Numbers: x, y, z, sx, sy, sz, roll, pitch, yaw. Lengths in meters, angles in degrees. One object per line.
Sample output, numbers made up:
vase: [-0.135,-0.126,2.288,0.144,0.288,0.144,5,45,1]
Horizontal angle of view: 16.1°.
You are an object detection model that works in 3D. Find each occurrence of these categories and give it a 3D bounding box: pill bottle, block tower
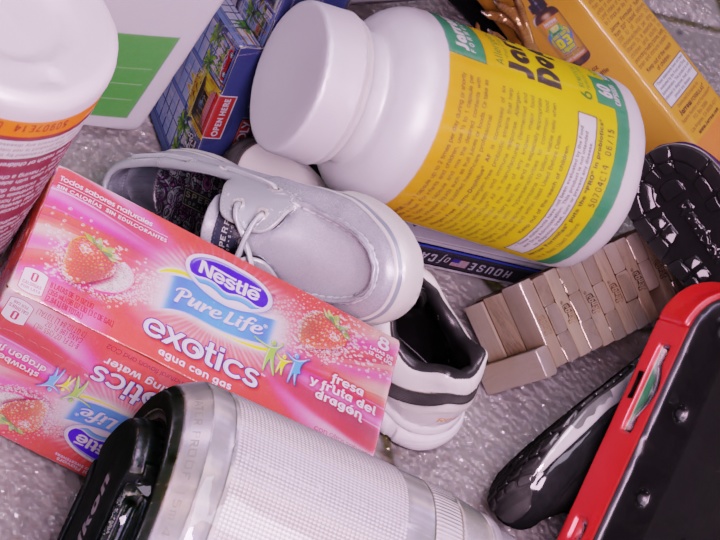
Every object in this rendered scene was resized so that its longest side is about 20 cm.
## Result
pill bottle: [-0.205,-0.061,1.215,0.114,0.200,0.114,19,45,-20]
block tower: [0.148,0.010,1.487,0.200,0.054,0.058,-25,91,-39]
pill bottle: [0.045,-0.078,1.381,0.200,0.113,0.113,16,46,-28]

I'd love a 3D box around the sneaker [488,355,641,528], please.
sneaker: [0.154,0.104,1.410,0.088,0.076,0.200,51,42,6]

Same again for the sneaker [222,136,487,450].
sneaker: [0.000,0.000,1.381,0.074,0.080,0.200,-36,81,-31]

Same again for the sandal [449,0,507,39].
sandal: [0.082,-0.199,1.654,0.200,0.048,0.075,47,43,8]

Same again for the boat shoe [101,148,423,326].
boat shoe: [-0.058,-0.017,1.323,0.201,0.070,0.071,21,16,40]

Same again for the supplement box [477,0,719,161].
supplement box: [0.151,-0.139,1.605,0.200,0.067,0.069,50,41,-9]

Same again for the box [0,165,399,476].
box: [-0.094,0.051,1.271,0.200,0.103,0.095,27,42,-11]

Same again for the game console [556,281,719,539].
game console: [0.202,0.123,1.369,0.177,0.031,0.200,29,84,-29]

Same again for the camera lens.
camera lens: [-0.037,0.154,1.175,0.200,0.160,0.160,25,43,-15]

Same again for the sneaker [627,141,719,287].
sneaker: [0.226,0.013,1.454,0.200,0.076,0.088,63,18,1]

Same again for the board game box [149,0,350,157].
board game box: [-0.084,-0.181,1.444,0.062,0.200,0.200,0,40,-34]

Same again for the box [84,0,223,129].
box: [-0.192,-0.205,1.372,0.199,0.171,0.200,3,52,-33]

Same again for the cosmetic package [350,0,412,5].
cosmetic package: [0.060,-0.236,1.429,0.165,0.200,0.165,-7,97,-29]

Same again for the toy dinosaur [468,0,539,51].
toy dinosaur: [0.095,-0.102,1.552,0.200,0.060,0.106,23,52,-35]

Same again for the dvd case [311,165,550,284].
dvd case: [0.040,-0.065,1.524,0.200,0.025,0.150,13,47,-27]
